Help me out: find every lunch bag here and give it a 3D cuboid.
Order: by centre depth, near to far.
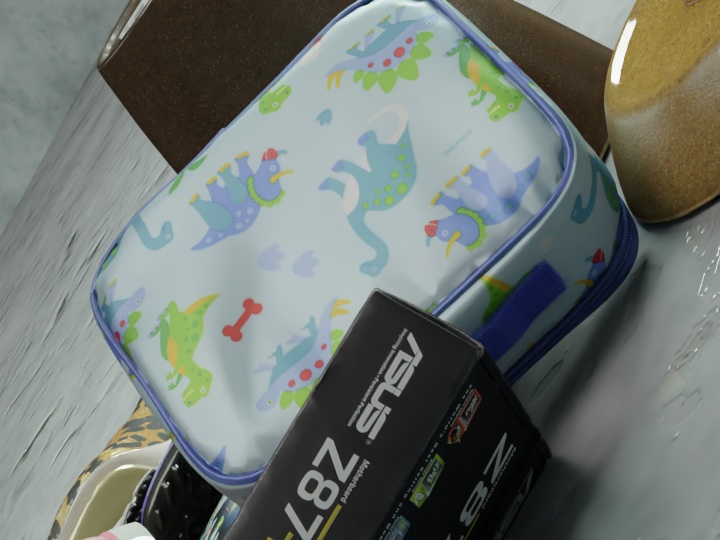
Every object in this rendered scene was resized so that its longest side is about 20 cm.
[{"bbox_3d":[0.000,0.000,0.944,0.200,0.082,0.161,-44,48,2],"label":"lunch bag"}]

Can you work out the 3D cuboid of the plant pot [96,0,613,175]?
[{"bbox_3d":[-0.013,-0.075,1.090,0.187,0.199,0.187,-53,14,19],"label":"plant pot"}]

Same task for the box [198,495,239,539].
[{"bbox_3d":[-0.021,0.109,1.045,0.138,0.040,0.200,-62,14,-15],"label":"box"}]

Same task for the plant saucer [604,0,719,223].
[{"bbox_3d":[0.151,-0.112,0.930,0.201,0.035,0.201,-53,14,19],"label":"plant saucer"}]

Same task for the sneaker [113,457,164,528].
[{"bbox_3d":[-0.121,0.187,1.203,0.201,0.073,0.080,-56,1,-18],"label":"sneaker"}]

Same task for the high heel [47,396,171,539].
[{"bbox_3d":[-0.126,0.120,1.333,0.200,0.071,0.142,-48,12,-23],"label":"high heel"}]

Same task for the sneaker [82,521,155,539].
[{"bbox_3d":[-0.104,0.170,0.981,0.104,0.076,0.200,-17,20,-21],"label":"sneaker"}]

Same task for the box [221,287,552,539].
[{"bbox_3d":[-0.013,0.119,0.802,0.201,0.049,0.161,-59,-18,-9],"label":"box"}]

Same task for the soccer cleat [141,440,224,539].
[{"bbox_3d":[-0.057,0.069,1.193,0.073,0.068,0.201,-15,38,51],"label":"soccer cleat"}]
